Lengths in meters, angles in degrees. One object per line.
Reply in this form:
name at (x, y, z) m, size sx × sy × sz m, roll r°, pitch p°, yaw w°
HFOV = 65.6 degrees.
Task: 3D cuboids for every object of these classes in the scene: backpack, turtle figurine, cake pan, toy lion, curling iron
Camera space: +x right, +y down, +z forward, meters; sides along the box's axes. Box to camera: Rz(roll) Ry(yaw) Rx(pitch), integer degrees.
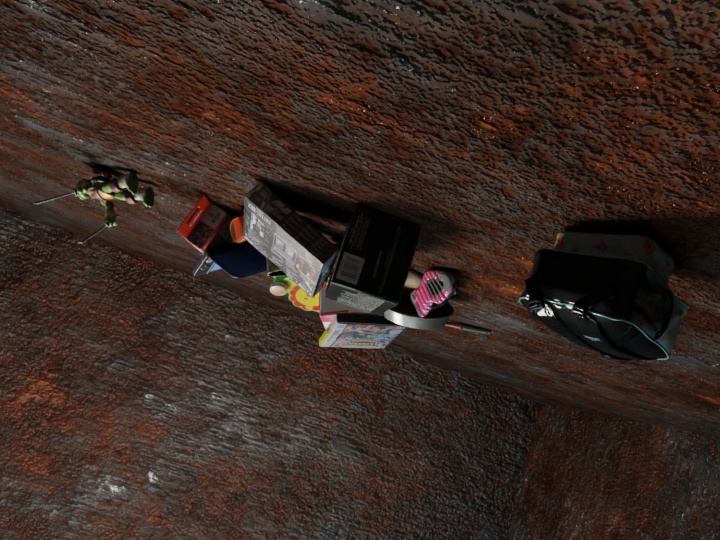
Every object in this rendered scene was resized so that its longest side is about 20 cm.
backpack at (0.344, 0.039, 0.770) m, size 0.200 × 0.154 × 0.175 m, roll 38°, pitch 162°, yaw -32°
turtle figurine at (-0.608, -0.157, 1.329) m, size 0.192 × 0.201 × 0.145 m, roll -6°, pitch 122°, yaw 15°
cake pan at (0.139, 0.101, 1.438) m, size 0.198 × 0.037 × 0.200 m, roll 8°, pitch -164°, yaw -2°
toy lion at (-0.129, 0.037, 1.496) m, size 0.191 × 0.069 × 0.200 m, roll 28°, pitch 135°, yaw -28°
curling iron at (0.312, 0.177, 1.766) m, size 0.198 × 0.026 × 0.050 m, roll 14°, pitch 171°, yaw 20°

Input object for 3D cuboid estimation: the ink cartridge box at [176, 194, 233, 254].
ink cartridge box at (-0.362, -0.097, 1.351) m, size 0.050 × 0.109 × 0.200 m, roll 33°, pitch 170°, yaw 8°

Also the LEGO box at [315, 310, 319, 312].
LEGO box at (-0.060, 0.073, 1.632) m, size 0.199 × 0.078 × 0.149 m, roll 22°, pitch 145°, yaw -14°

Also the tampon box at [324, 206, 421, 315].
tampon box at (0.016, -0.012, 1.061) m, size 0.125 × 0.151 × 0.200 m, roll 19°, pitch 168°, yaw -5°

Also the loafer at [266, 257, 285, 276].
loafer at (-0.118, 0.002, 1.239) m, size 0.198 × 0.070 × 0.075 m, roll 10°, pitch 159°, yaw 8°

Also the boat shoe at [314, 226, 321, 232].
boat shoe at (-0.158, -0.073, 1.276) m, size 0.068 × 0.072 × 0.200 m, roll 25°, pitch 156°, yaw -22°

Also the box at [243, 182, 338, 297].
box at (-0.142, -0.055, 1.089) m, size 0.200 × 0.050 × 0.158 m, roll 40°, pitch 152°, yaw 9°

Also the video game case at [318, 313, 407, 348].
video game case at (0.007, 0.165, 1.479) m, size 0.198 × 0.026 × 0.181 m, roll 5°, pitch 151°, yaw -18°

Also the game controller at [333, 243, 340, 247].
game controller at (0.000, 0.000, 1.299) m, size 0.199 × 0.042 × 0.104 m, roll 34°, pitch 145°, yaw -26°

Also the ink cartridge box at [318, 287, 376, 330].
ink cartridge box at (-0.025, 0.118, 1.503) m, size 0.144 × 0.085 × 0.200 m, roll -6°, pitch 151°, yaw 4°

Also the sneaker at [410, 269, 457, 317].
sneaker at (0.187, 0.042, 1.282) m, size 0.095 × 0.080 × 0.200 m, roll -15°, pitch 166°, yaw -18°

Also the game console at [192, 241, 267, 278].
game console at (-0.286, -0.010, 1.389) m, size 0.199 × 0.119 × 0.171 m, roll -18°, pitch 162°, yaw -44°

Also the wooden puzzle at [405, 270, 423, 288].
wooden puzzle at (0.045, 0.002, 1.381) m, size 0.184 × 0.038 × 0.200 m, roll 25°, pitch 162°, yaw -26°

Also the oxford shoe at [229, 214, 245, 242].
oxford shoe at (-0.217, -0.109, 1.243) m, size 0.073 × 0.072 × 0.199 m, roll -14°, pitch -175°, yaw -40°
